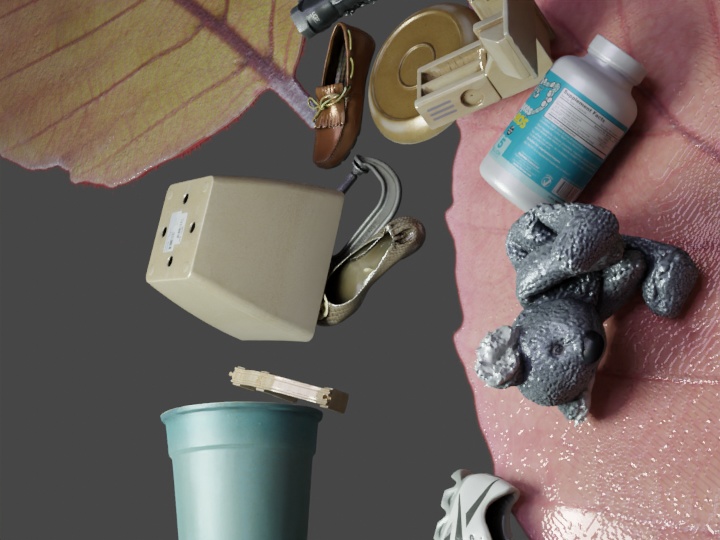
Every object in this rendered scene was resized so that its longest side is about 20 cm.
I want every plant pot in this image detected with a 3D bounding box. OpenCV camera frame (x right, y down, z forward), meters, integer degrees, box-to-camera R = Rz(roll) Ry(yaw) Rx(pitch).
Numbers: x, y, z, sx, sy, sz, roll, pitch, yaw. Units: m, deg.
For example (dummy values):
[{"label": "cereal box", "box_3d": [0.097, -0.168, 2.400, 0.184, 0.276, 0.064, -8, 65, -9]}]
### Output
[{"label": "plant pot", "box_3d": [-0.163, -0.027, 1.635, 0.199, 0.176, 0.201, -3, 71, 55]}, {"label": "plant pot", "box_3d": [0.080, -0.264, 1.641, 0.199, 0.027, 0.202, -21, 58, 38]}, {"label": "plant pot", "box_3d": [-0.141, 0.272, 1.511, 0.199, 0.199, 0.198, -16, 70, 39]}]

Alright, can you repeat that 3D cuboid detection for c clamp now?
[{"label": "c clamp", "box_3d": [-0.030, -0.078, 1.665, 0.200, 0.027, 0.171, -46, 46, 21]}]

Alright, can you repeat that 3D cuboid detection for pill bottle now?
[{"label": "pill bottle", "box_3d": [0.229, -0.158, 1.382, 0.201, 0.110, 0.111, -54, 44, 11]}]

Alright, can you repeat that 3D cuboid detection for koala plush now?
[{"label": "koala plush", "box_3d": [0.209, 0.049, 1.279, 0.183, 0.177, 0.201, 8, 78, 58]}]

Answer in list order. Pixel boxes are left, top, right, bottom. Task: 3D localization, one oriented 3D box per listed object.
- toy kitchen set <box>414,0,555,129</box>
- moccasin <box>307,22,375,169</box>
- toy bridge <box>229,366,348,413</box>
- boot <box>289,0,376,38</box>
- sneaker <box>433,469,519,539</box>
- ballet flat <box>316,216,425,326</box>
[{"label": "toy kitchen set", "box_3d": [0.111, -0.257, 1.435, 0.179, 0.200, 0.164, -21, 43, 25]}, {"label": "moccasin", "box_3d": [-0.033, -0.238, 1.700, 0.073, 0.077, 0.203, 10, 82, 48]}, {"label": "toy bridge", "box_3d": [-0.106, 0.149, 1.609, 0.199, 0.067, 0.027, 8, 77, 46]}, {"label": "boot", "box_3d": [0.007, -0.406, 1.739, 0.199, 0.066, 0.165, -31, 21, 20]}, {"label": "sneaker", "box_3d": [0.117, 0.311, 1.307, 0.088, 0.074, 0.202, -1, 72, 47]}, {"label": "ballet flat", "box_3d": [0.000, 0.000, 1.580, 0.200, 0.046, 0.068, -40, 63, 24]}]
